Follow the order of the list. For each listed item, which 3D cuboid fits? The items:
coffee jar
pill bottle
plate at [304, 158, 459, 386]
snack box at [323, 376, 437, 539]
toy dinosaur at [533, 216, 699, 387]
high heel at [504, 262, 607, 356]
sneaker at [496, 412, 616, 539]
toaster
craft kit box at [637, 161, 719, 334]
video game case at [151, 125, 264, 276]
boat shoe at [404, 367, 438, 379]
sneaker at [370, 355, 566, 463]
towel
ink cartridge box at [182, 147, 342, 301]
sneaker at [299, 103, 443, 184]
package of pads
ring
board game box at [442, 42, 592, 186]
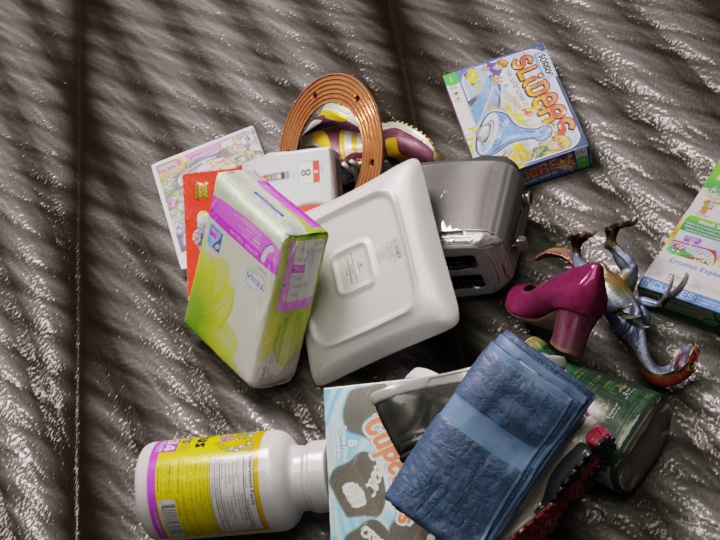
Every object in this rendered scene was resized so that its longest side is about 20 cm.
[{"bbox_3d":[0.207,0.139,1.645,0.199,0.085,0.104,26,69,34],"label":"coffee jar"},{"bbox_3d":[-0.124,0.220,1.671,0.199,0.105,0.105,-7,48,12],"label":"pill bottle"},{"bbox_3d":[0.000,0.000,1.775,0.199,0.032,0.201,-25,66,28],"label":"plate"},{"bbox_3d":[0.026,0.212,1.621,0.115,0.037,0.201,-7,72,12],"label":"snack box"},{"bbox_3d":[0.285,0.039,1.712,0.104,0.200,0.183,-13,83,-18],"label":"toy dinosaur"},{"bbox_3d":[0.210,0.019,1.706,0.067,0.097,0.200,14,10,-20],"label":"high heel"},{"bbox_3d":[0.160,0.215,1.566,0.200,0.081,0.075,-50,59,6],"label":"sneaker"},{"bbox_3d":[0.094,-0.047,1.830,0.199,0.114,0.130,-3,51,17],"label":"toaster"},{"bbox_3d":[0.429,-0.013,1.737,0.199,0.049,0.198,21,61,32],"label":"craft kit box"},{"bbox_3d":[-0.175,-0.089,2.020,0.142,0.018,0.201,-21,47,-1],"label":"video game case"},{"bbox_3d":[0.099,0.177,1.663,0.068,0.072,0.200,-36,56,-16],"label":"boat shoe"},{"bbox_3d":[0.115,0.144,1.587,0.199,0.071,0.100,-13,80,-12],"label":"sneaker"},{"bbox_3d":[0.118,0.164,1.508,0.111,0.049,0.201,35,92,5],"label":"towel"},{"bbox_3d":[-0.118,-0.053,1.894,0.199,0.050,0.163,-6,81,12],"label":"ink cartridge box"},{"bbox_3d":[0.011,-0.136,1.971,0.199,0.075,0.090,21,67,39],"label":"sneaker"},{"bbox_3d":[-0.116,0.011,1.797,0.068,0.201,0.154,-8,35,-38],"label":"package of pads"},{"bbox_3d":[-0.033,-0.133,1.926,0.019,0.201,0.200,3,32,-39],"label":"ring"},{"bbox_3d":[0.188,-0.184,1.972,0.135,0.035,0.201,-18,47,2],"label":"board game box"}]
